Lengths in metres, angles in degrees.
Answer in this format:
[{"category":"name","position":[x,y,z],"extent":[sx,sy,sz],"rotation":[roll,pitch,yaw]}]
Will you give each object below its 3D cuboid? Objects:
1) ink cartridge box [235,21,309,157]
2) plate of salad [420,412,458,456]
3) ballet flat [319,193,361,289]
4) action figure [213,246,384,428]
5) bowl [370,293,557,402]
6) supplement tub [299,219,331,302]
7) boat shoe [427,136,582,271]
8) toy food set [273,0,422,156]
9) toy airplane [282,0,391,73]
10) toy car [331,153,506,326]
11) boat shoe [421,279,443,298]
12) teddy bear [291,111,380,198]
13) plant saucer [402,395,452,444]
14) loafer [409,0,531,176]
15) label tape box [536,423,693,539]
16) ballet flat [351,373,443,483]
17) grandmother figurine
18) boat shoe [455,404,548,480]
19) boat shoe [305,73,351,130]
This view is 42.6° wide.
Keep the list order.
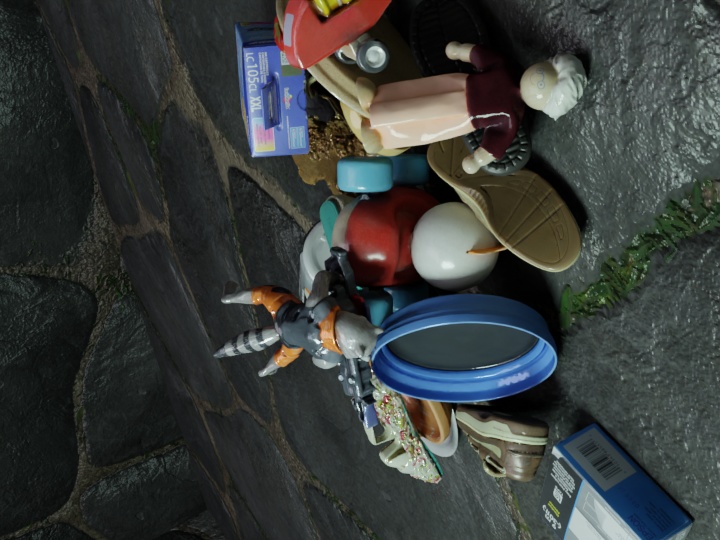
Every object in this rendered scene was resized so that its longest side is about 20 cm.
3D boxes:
[{"category":"ink cartridge box","position":[-0.109,-0.225,1.141],"extent":[0.200,0.076,0.137],"rotation":[-117,22,-64]},{"category":"plate of salad","position":[0.073,0.185,1.346],"extent":[0.200,0.048,0.200],"rotation":[48,152,37]},{"category":"ballet flat","position":[0.000,0.000,1.139],"extent":[0.067,0.062,0.201],"rotation":[-22,74,52]},{"category":"action figure","position":[-0.053,0.085,0.973],"extent":[0.193,0.105,0.200],"rotation":[-8,101,44]},{"category":"bowl","position":[0.110,0.086,1.000],"extent":[0.201,0.200,0.039],"rotation":[106,167,-58]},{"category":"supplement tub","position":[-0.024,0.014,1.273],"extent":[0.123,0.122,0.200],"rotation":[58,165,18]},{"category":"boat shoe","position":[0.149,-0.069,0.918],"extent":[0.200,0.071,0.065],"rotation":[50,-172,31]},{"category":"toy food set","position":[-0.008,-0.221,0.960],"extent":[0.200,0.198,0.049],"rotation":[36,127,-18]},{"category":"toy airplane","position":[0.005,-0.292,0.818],"extent":[0.141,0.199,0.200],"rotation":[33,140,-29]},{"category":"toy car","position":[0.088,-0.030,1.011],"extent":[0.200,0.177,0.185],"rotation":[6,102,29]},{"category":"boat shoe","position":[0.099,0.066,1.157],"extent":[0.200,0.072,0.072],"rotation":[59,154,-12]},{"category":"teddy bear","position":[-0.008,-0.143,1.191],"extent":[0.200,0.067,0.145],"rotation":[0,122,59]},{"category":"plant saucer","position":[0.056,0.133,1.200],"extent":[0.200,0.037,0.200],"rotation":[51,165,19]},{"category":"loafer","position":[0.103,-0.173,0.886],"extent":[0.071,0.073,0.200],"rotation":[38,-148,-73]},{"category":"label tape box","position":[0.264,0.285,1.008],"extent":[0.144,0.063,0.200],"rotation":[48,152,37]},{"category":"ballet flat","position":[0.044,0.218,1.223],"extent":[0.076,0.064,0.200],"rotation":[28,150,60]},{"category":"grandmother figurine","position":[0.099,-0.147,0.814],"extent":[0.061,0.200,0.122],"rotation":[-12,-87,-70]},{"category":"boat shoe","position":[0.155,0.200,1.073],"extent":[0.202,0.075,0.075],"rotation":[163,113,-83]},{"category":"boat shoe","position":[-0.036,-0.241,1.120],"extent":[0.202,0.075,0.075],"rotation":[50,153,32]}]
